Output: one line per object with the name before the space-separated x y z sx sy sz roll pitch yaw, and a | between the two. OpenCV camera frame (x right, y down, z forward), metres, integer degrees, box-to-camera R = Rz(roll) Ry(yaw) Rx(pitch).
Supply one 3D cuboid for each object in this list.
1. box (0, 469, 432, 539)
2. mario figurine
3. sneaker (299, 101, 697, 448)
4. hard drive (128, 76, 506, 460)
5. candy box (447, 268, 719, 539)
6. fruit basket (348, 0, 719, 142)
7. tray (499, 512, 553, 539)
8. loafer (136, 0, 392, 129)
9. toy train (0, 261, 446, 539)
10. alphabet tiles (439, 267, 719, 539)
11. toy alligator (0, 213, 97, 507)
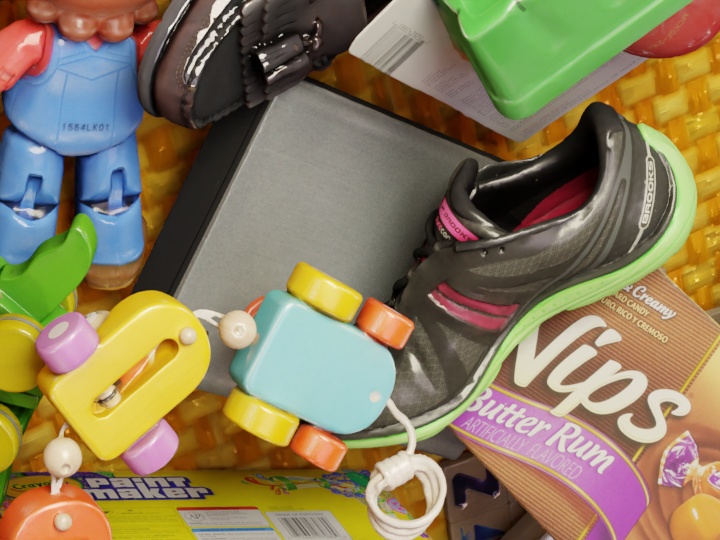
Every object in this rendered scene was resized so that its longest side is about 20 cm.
box | -0.078 0.202 0.994 0.198 0.122 0.194 3 110 -26
mario figurine | -0.116 -0.097 0.896 0.123 0.105 0.202 -32 141 -53
sneaker | 0.045 -0.002 0.925 0.199 0.077 0.084 -38 125 6
hard drive | 0.000 0.000 0.979 0.199 0.033 0.141 19 102 -42
candy box | 0.126 0.076 0.947 0.117 0.200 0.056 -45 151 4
fruit basket | 0.101 -0.127 0.882 0.185 0.094 0.200 -35 165 17
tray | 0.080 0.191 1.072 0.200 0.107 0.022 -46 159 2
loafer | -0.008 -0.122 0.882 0.200 0.063 0.072 -48 159 -30
toy train | -0.068 0.073 0.873 0.198 0.056 0.152 -16 111 -22
alphabet tiles | 0.118 0.101 1.113 0.166 0.008 0.202 -17 117 -18
toy alligator | -0.160 0.057 0.889 0.054 0.059 0.201 22 117 -5
